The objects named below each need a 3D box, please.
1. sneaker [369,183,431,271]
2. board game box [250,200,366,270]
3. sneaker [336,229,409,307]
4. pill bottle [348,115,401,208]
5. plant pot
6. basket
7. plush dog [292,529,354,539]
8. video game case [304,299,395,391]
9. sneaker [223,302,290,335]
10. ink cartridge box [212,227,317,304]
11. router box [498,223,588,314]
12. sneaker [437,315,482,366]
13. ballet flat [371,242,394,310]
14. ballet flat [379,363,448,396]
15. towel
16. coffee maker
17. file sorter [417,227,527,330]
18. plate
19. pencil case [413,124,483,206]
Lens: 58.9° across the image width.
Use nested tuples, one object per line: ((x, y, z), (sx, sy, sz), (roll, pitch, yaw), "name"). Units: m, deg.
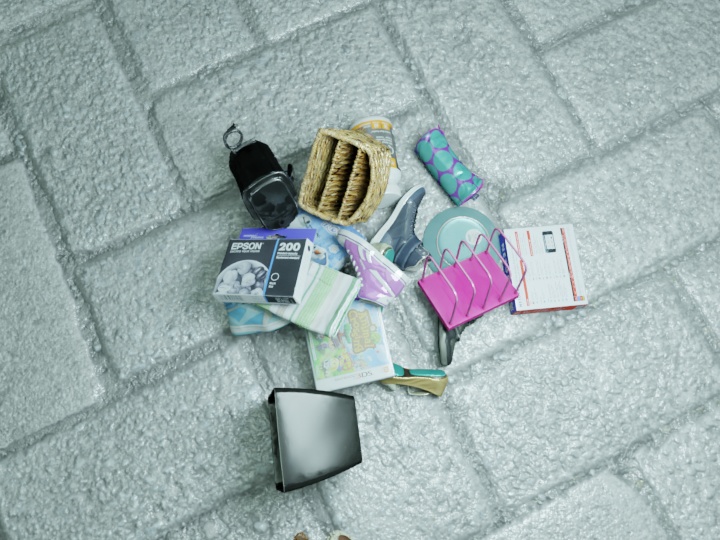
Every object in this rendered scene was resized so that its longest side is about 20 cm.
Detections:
((0.133, -0.094, 1.535), (0.145, 0.077, 0.204), (34, 86, 20), "sneaker")
((-0.122, -0.067, 1.505), (0.199, 0.044, 0.198), (39, 61, 20), "board game box")
((0.000, 0.000, 1.424), (0.200, 0.073, 0.115), (40, 86, 18), "sneaker")
((0.039, -0.264, 1.567), (0.114, 0.117, 0.204), (-9, 75, -3), "pill bottle")
((-0.099, 0.353, 1.367), (0.174, 0.200, 0.204), (-5, 74, -14), "plant pot")
((-0.032, -0.206, 1.453), (0.142, 0.148, 0.203), (39, 120, 32), "basket")
((-0.101, 0.651, 1.323), (0.168, 0.162, 0.202), (9, 46, 16), "plush dog")
((-0.030, 0.157, 1.430), (0.178, 0.022, 0.204), (-12, 77, -2), "video game case")
((-0.232, 0.068, 1.435), (0.197, 0.080, 0.133), (-13, 106, 25), "sneaker")
((-0.208, -0.022, 1.407), (0.194, 0.044, 0.203), (0, 57, 17), "ink cartridge box")
((0.437, -0.004, 1.534), (0.176, 0.049, 0.204), (-4, 75, -4), "router box")
((0.234, 0.126, 1.485), (0.112, 0.076, 0.203), (6, 69, 7), "sneaker")
((0.031, 0.032, 1.506), (0.062, 0.067, 0.204), (18, 96, 34), "ballet flat")
((0.101, 0.252, 1.458), (0.196, 0.069, 0.064), (9, 104, 4), "ballet flat")
((-0.114, 0.047, 1.384), (0.197, 0.031, 0.151), (21, 64, 17), "towel")
((-0.238, -0.210, 1.472), (0.191, 0.201, 0.135), (34, 102, -34), "coffee maker")
((0.253, 0.010, 1.432), (0.197, 0.126, 0.140), (-22, 60, -18), "file sorter")
((0.251, -0.065, 1.563), (0.196, 0.026, 0.204), (0, 75, 0), "plate")
((0.220, -0.258, 1.584), (0.092, 0.085, 0.201), (-38, 79, 6), "pencil case")
